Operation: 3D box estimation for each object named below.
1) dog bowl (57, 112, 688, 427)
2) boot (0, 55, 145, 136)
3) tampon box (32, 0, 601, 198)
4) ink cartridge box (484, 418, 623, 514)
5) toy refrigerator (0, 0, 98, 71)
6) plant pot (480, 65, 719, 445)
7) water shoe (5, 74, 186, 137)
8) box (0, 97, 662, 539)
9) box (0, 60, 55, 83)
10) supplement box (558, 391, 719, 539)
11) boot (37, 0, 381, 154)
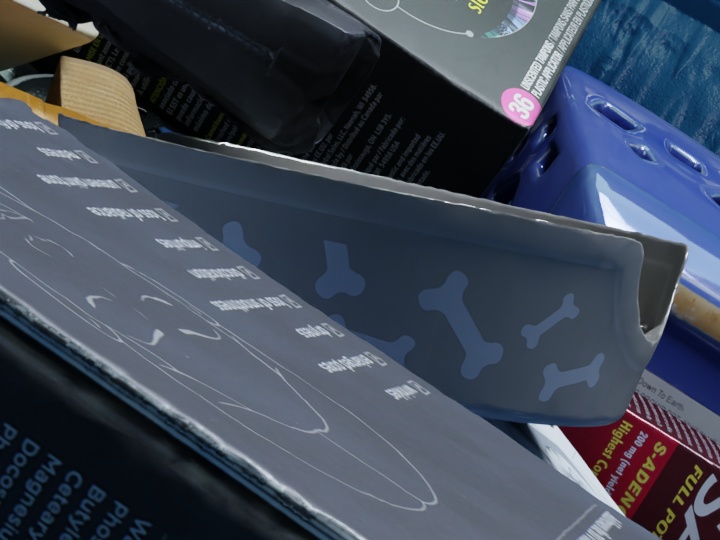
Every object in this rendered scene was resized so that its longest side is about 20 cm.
[{"bbox_3d":[0.000,0.000,0.715,0.199,0.059,0.200,13,4,-1],"label":"dog bowl"},{"bbox_3d":[-0.167,-0.032,0.856,0.201,0.071,0.144,7,39,-14],"label":"boot"},{"bbox_3d":[-0.015,-0.117,1.024,0.200,0.126,0.150,34,43,-3],"label":"tampon box"},{"bbox_3d":[0.082,0.124,0.736,0.200,0.041,0.200,53,10,3],"label":"ink cartridge box"},{"bbox_3d":[-0.180,-0.119,0.966,0.070,0.076,0.200,23,-22,-38],"label":"toy refrigerator"},{"bbox_3d":[0.119,0.053,1.036,0.200,0.200,0.180,32,13,-6],"label":"plant pot"},{"bbox_3d":[-0.063,-0.028,0.953,0.200,0.072,0.079,36,-35,4],"label":"water shoe"},{"bbox_3d":[-0.055,0.060,0.468,0.196,0.124,0.200,32,6,11],"label":"box"},{"bbox_3d":[-0.076,-0.057,1.064,0.200,0.051,0.158,45,44,9],"label":"box"},{"bbox_3d":[0.073,0.093,0.884,0.200,0.109,0.061,31,7,-2],"label":"supplement box"},{"bbox_3d":[-0.080,-0.116,0.785,0.200,0.066,0.165,29,19,6],"label":"boot"}]
